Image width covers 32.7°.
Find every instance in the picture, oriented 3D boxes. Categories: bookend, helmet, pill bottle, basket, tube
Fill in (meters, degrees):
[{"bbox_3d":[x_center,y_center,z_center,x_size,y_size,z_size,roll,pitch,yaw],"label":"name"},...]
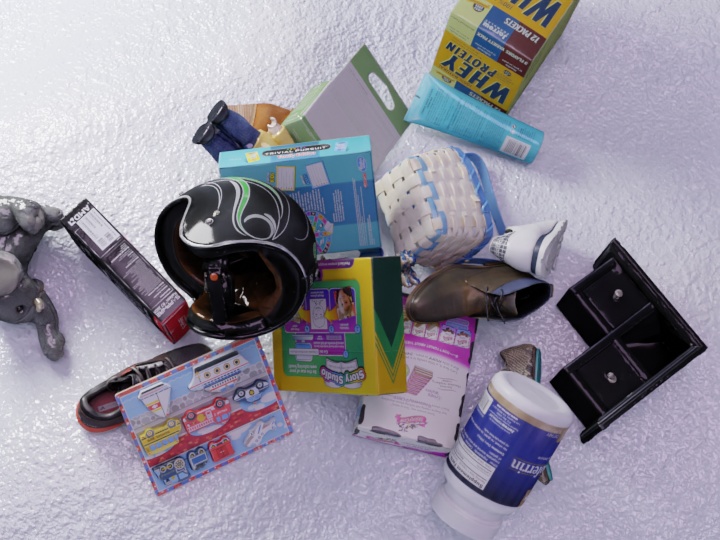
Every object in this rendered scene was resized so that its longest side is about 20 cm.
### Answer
[{"bbox_3d":[0.333,0.096,1.705,0.199,0.092,0.200,-33,77,-17],"label":"bookend"},{"bbox_3d":[-0.155,-0.024,1.535,0.200,0.200,0.191,-5,33,-9],"label":"helmet"},{"bbox_3d":[0.178,0.240,1.582,0.116,0.116,0.200,29,104,3],"label":"pill bottle"},{"bbox_3d":[0.125,-0.089,1.731,0.200,0.139,0.177,-2,66,-38],"label":"basket"},{"bbox_3d":[0.170,-0.218,1.808,0.200,0.050,0.078,22,102,-6],"label":"tube"}]

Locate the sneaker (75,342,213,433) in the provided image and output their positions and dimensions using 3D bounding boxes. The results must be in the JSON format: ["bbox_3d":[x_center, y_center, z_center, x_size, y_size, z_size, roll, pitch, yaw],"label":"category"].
[{"bbox_3d":[-0.278,0.152,1.611,0.200,0.082,0.077,-28,76,-16],"label":"sneaker"}]

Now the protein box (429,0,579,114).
[{"bbox_3d":[0.220,-0.364,1.798,0.135,0.199,0.200,33,70,5],"label":"protein box"}]

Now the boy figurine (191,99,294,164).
[{"bbox_3d":[-0.133,-0.141,1.669,0.200,0.064,0.124,37,86,-20],"label":"boy figurine"}]

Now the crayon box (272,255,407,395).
[{"bbox_3d":[-0.032,0.071,1.591,0.058,0.200,0.173,-4,91,-44],"label":"crayon box"}]

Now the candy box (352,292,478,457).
[{"bbox_3d":[0.076,0.140,1.672,0.136,0.061,0.200,14,68,-4],"label":"candy box"}]

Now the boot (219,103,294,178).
[{"bbox_3d":[-0.123,-0.146,1.752,0.155,0.077,0.200,2,64,-12],"label":"boot"}]

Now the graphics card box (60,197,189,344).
[{"bbox_3d":[-0.307,0.002,1.638,0.200,0.125,0.051,43,78,10],"label":"graphics card box"}]

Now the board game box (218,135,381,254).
[{"bbox_3d":[-0.078,-0.093,1.636,0.200,0.151,0.047,-6,33,1],"label":"board game box"}]

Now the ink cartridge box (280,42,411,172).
[{"bbox_3d":[-0.015,-0.212,1.760,0.146,0.048,0.200,54,45,-23],"label":"ink cartridge box"}]

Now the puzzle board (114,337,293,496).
[{"bbox_3d":[-0.200,0.188,1.602,0.200,0.017,0.151,-24,108,-15],"label":"puzzle board"}]

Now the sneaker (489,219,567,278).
[{"bbox_3d":[0.237,-0.039,1.701,0.080,0.200,0.077,11,98,16],"label":"sneaker"}]

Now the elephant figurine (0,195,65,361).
[{"bbox_3d":[-0.470,0.005,1.624,0.155,0.141,0.200,9,84,26],"label":"elephant figurine"}]

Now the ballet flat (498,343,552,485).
[{"bbox_3d":[0.217,0.197,1.676,0.075,0.068,0.200,-8,66,12],"label":"ballet flat"}]

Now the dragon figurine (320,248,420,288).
[{"bbox_3d":[0.000,0.000,1.681,0.099,0.200,0.059,-12,100,-31],"label":"dragon figurine"}]

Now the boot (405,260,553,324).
[{"bbox_3d":[0.160,0.032,1.630,0.200,0.097,0.075,-17,109,-32],"label":"boot"}]
